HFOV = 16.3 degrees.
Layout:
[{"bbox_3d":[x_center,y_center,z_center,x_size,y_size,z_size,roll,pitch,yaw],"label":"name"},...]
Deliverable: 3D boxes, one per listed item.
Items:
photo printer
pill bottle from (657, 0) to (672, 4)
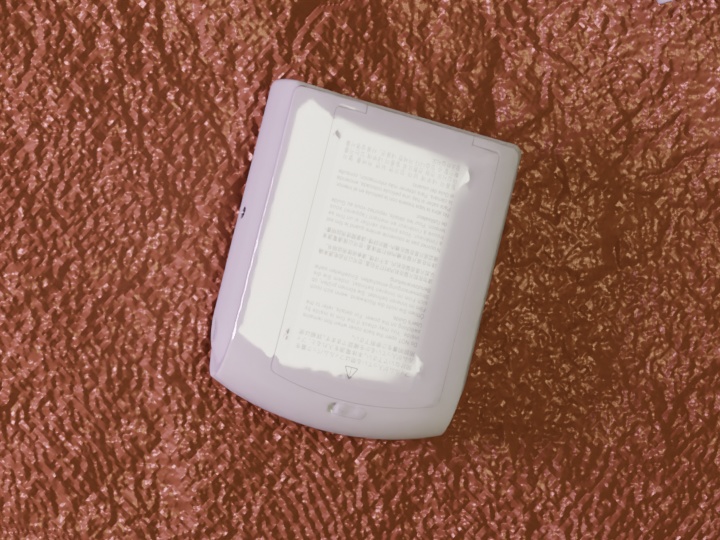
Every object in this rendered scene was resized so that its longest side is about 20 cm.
[{"bbox_3d":[0.000,0.000,1.542,0.165,0.069,0.202,14,87,-15],"label":"photo printer"},{"bbox_3d":[0.199,-0.275,1.575,0.111,0.111,0.201,-18,94,-14],"label":"pill bottle"}]
